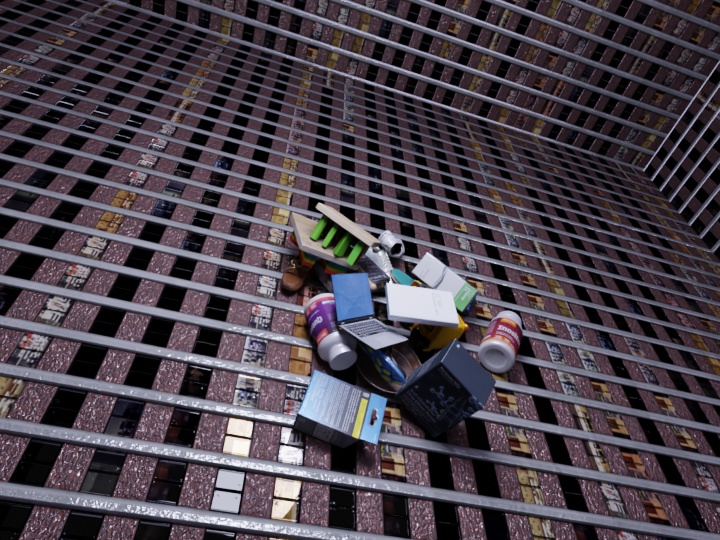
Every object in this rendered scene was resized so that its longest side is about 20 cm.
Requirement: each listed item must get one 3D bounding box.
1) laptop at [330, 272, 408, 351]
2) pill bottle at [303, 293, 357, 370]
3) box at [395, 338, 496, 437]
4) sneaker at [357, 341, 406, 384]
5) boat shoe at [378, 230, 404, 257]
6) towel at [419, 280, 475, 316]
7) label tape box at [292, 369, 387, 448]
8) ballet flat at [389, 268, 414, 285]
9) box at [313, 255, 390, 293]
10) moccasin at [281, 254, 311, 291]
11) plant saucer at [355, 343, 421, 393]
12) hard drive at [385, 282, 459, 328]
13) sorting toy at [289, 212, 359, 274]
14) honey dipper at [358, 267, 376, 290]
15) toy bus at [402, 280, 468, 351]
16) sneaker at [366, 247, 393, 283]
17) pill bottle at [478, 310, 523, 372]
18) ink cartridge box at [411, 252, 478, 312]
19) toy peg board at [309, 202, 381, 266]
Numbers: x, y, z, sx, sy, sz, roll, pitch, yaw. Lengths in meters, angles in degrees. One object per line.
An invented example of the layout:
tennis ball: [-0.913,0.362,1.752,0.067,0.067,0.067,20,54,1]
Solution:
laptop: [0.027,0.104,1.405,0.198,0.118,0.186,29,17,28]
pill bottle: [-0.078,0.167,1.434,0.110,0.114,0.202,-1,42,-27]
box: [0.211,0.297,1.321,0.149,0.200,0.107,45,40,3]
sneaker: [0.064,0.219,1.421,0.082,0.072,0.200,-16,48,-31]
boat shoe: [0.120,-0.077,1.804,0.066,0.072,0.200,48,1,23]
towel: [0.295,0.072,1.790,0.198,0.049,0.112,30,39,10]
label tape box: [-0.047,0.344,1.274,0.197,0.064,0.145,22,37,0]
ballet flat: [0.166,0.067,1.700,0.197,0.071,0.071,28,35,-13]
box: [-0.028,0.016,1.674,0.197,0.049,0.158,-9,35,-34]
moccasin: [-0.184,-0.008,1.620,0.073,0.079,0.202,27,37,8]
plant saucer: [0.074,0.264,1.458,0.196,0.035,0.202,13,38,-10]
hard drive: [0.170,0.098,1.484,0.196,0.027,0.133,8,38,-9]
sorting toy: [-0.123,-0.070,1.616,0.197,0.070,0.200,20,25,-28]
honey dipper: [0.000,0.000,1.632,0.037,0.039,0.201,-2,37,-28]
toy bus: [0.236,0.143,1.620,0.189,0.137,0.201,9,34,-38]
sneaker: [0.070,-0.016,1.758,0.070,0.081,0.201,-14,51,-40]
pill bottle: [0.440,0.214,1.636,0.112,0.114,0.200,29,38,10]
ink cartridge box: [0.271,0.038,1.676,0.199,0.085,0.146,39,6,12]
toy peg board: [-0.052,-0.101,1.591,0.198,0.099,0.199,36,7,5]
